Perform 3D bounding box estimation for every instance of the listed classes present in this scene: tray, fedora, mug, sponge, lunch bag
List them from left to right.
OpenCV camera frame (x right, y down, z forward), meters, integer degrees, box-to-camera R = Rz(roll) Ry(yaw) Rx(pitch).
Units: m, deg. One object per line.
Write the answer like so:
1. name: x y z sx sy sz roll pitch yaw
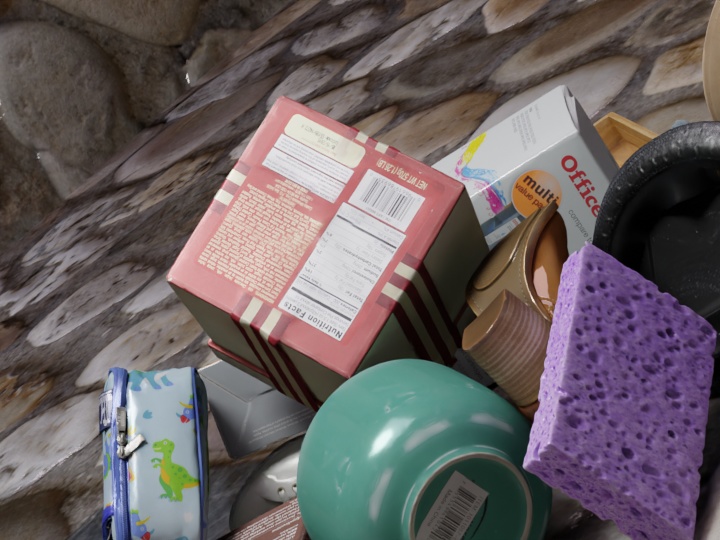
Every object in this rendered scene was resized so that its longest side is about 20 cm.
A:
1. lunch bag: -0.153 0.172 1.662 0.082 0.162 0.200 -2 -24 -5
2. mug: 0.050 0.159 1.418 0.151 0.187 0.114 -16 16 -20
3. tray: 0.220 -0.086 1.958 0.098 0.037 0.200 -36 14 -1
4. sponge: 0.166 0.077 1.376 0.030 0.111 0.201 -48 15 37
5. fedora: 0.255 -0.009 1.500 0.091 0.202 0.200 -4 -10 -42

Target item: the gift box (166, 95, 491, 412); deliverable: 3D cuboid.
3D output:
1. gift box: 0.000 0.000 1.565 0.201 0.184 0.187 -53 -22 -12

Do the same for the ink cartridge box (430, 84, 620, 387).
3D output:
1. ink cartridge box: 0.125 -0.025 1.769 0.199 0.146 0.145 -33 15 11

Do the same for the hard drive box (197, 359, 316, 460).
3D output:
1. hard drive box: -0.031 0.081 1.762 0.155 0.077 0.200 -22 -3 6

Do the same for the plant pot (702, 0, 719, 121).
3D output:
1. plant pot: 0.357 -0.161 1.627 0.200 0.202 0.093 -39 36 -13

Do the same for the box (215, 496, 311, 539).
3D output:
1. box: -0.065 0.243 1.518 0.100 0.075 0.200 -29 15 21

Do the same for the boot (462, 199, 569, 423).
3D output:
1. boot: 0.149 0.047 1.473 0.077 0.155 0.200 -45 13 23

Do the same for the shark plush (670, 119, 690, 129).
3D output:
1. shark plush: 0.235 -0.035 1.679 0.091 0.084 0.200 -19 22 45

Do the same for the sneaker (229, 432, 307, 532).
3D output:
1. sneaker: -0.014 0.154 1.666 0.199 0.073 0.085 -34 13 2
